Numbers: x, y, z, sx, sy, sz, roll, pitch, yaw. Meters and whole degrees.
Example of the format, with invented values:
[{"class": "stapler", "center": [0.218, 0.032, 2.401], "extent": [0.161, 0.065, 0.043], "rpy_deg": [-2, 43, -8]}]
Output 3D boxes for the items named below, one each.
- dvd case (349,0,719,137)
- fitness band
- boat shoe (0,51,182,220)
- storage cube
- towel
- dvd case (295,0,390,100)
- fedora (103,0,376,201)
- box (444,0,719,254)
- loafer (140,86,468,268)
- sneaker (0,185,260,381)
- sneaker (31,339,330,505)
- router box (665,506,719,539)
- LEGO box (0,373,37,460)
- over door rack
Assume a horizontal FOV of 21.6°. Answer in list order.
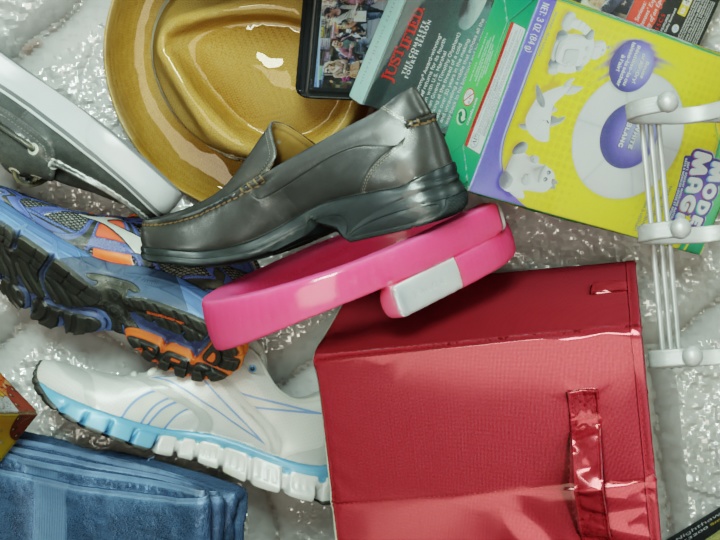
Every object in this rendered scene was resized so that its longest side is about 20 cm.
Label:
[{"class": "dvd case", "center": [0.105, -0.133, 1.073], "extent": [0.199, 0.022, 0.147], "rpy_deg": [16, 102, -32]}, {"class": "fitness band", "center": [0.000, 0.000, 1.063], "extent": [0.143, 0.199, 0.038], "rpy_deg": [-8, 100, 42]}, {"class": "boat shoe", "center": [-0.196, -0.083, 1.112], "extent": [0.199, 0.069, 0.057], "rpy_deg": [35, 89, 7]}, {"class": "storage cube", "center": [0.079, 0.099, 1.081], "extent": [0.178, 0.200, 0.173], "rpy_deg": [-5, 102, 9]}, {"class": "towel", "center": [-0.168, 0.163, 1.145], "extent": [0.198, 0.048, 0.113], "rpy_deg": [9, 103, 20]}, {"class": "dvd case", "center": [0.060, -0.166, 1.071], "extent": [0.198, 0.018, 0.144], "rpy_deg": [0, 103, -28]}, {"class": "fedora", "center": [-0.056, -0.118, 1.097], "extent": [0.198, 0.082, 0.203], "rpy_deg": [0, 100, 2]}, {"class": "box", "center": [0.150, -0.081, 1.078], "extent": [0.198, 0.048, 0.118], "rpy_deg": [12, 104, -32]}, {"class": "loafer", "center": [-0.038, -0.048, 1.049], "extent": [0.198, 0.073, 0.073], "rpy_deg": [-12, 96, 22]}, {"class": "sneaker", "center": [-0.146, -0.002, 1.135], "extent": [0.199, 0.079, 0.076], "rpy_deg": [25, 139, 10]}, {"class": "sneaker", "center": [-0.099, 0.074, 1.151], "extent": [0.198, 0.075, 0.088], "rpy_deg": [16, 90, -6]}, {"class": "router box", "center": [0.281, 0.153, 1.101], "extent": [0.199, 0.157, 0.052], "rpy_deg": [-33, 98, 7]}, {"class": "LEGO box", "center": [-0.315, 0.107, 1.130], "extent": [0.149, 0.077, 0.200], "rpy_deg": [43, 100, 17]}, {"class": "over door rack", "center": [0.234, -0.022, 1.044], "extent": [0.199, 0.066, 0.149], "rpy_deg": [1, 83, -39]}]
